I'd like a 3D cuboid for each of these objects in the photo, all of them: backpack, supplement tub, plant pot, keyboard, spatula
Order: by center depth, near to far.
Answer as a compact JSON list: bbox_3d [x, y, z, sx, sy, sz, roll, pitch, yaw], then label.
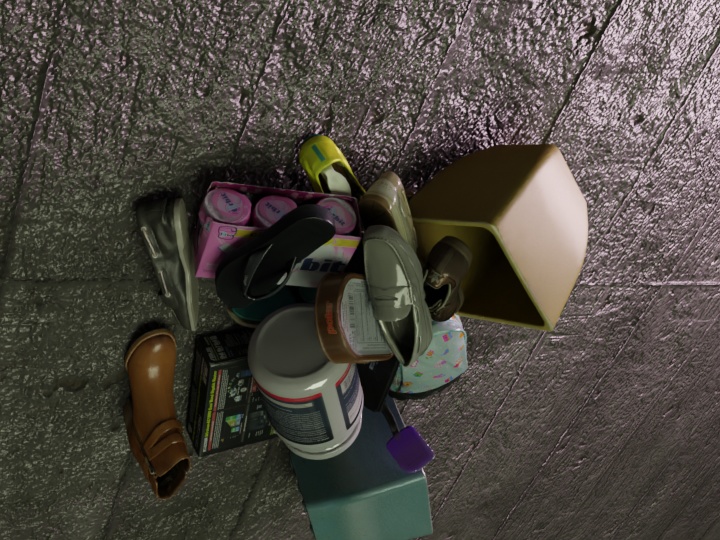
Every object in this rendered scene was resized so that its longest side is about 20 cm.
[{"bbox_3d":[-0.069,0.154,1.314,0.139,0.141,0.201,-25,142,-12],"label":"supplement tub"},{"bbox_3d":[0.203,-0.065,1.330,0.201,0.193,0.196,-50,123,-24],"label":"plant pot"},{"bbox_3d":[0.005,0.117,1.447,0.021,0.126,0.202,-38,156,-44],"label":"keyboard"},{"bbox_3d":[0.096,0.106,1.491,0.165,0.127,0.201,-25,143,-13],"label":"backpack"},{"bbox_3d":[0.039,0.223,1.509,0.056,0.201,0.020,-40,159,14],"label":"spatula"},{"bbox_3d":[-0.007,0.346,1.615,0.197,0.198,0.197,-18,138,-6],"label":"plant pot"}]

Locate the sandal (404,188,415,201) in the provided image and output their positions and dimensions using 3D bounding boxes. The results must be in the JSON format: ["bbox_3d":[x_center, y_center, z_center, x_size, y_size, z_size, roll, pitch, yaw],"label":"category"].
[{"bbox_3d":[0.097,-0.030,1.407,0.077,0.070,0.212,-35,140,0],"label":"sandal"}]

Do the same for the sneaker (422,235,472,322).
[{"bbox_3d":[0.098,0.028,1.304,0.076,0.070,0.201,-50,163,-24],"label":"sneaker"}]

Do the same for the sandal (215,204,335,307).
[{"bbox_3d":[-0.107,-0.008,1.135,0.075,0.043,0.200,17,139,-35],"label":"sandal"}]

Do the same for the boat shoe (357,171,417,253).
[{"bbox_3d":[0.046,-0.043,1.277,0.065,0.071,0.201,-59,149,-32],"label":"boat shoe"}]

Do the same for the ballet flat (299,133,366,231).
[{"bbox_3d":[-0.023,-0.095,1.263,0.066,0.067,0.201,-37,140,-3],"label":"ballet flat"}]

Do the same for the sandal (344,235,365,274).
[{"bbox_3d":[0.000,0.001,1.349,0.200,0.042,0.077,41,65,-70],"label":"sandal"}]

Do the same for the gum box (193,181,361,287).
[{"bbox_3d":[-0.111,-0.042,1.201,0.197,0.067,0.114,5,144,-20],"label":"gum box"}]

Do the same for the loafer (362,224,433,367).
[{"bbox_3d":[0.045,0.034,1.209,0.069,0.070,0.202,-3,129,28],"label":"loafer"}]

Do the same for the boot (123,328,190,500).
[{"bbox_3d":[-0.271,0.195,1.301,0.076,0.156,0.202,1,128,-35],"label":"boot"}]

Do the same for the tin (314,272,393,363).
[{"bbox_3d":[0.000,0.062,1.231,0.041,0.114,0.199,-3,175,23],"label":"tin"}]

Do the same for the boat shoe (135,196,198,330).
[{"bbox_3d":[-0.239,-0.007,1.209,0.056,0.067,0.202,0,130,0],"label":"boat shoe"}]

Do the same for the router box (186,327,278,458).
[{"bbox_3d":[-0.172,0.174,1.422,0.148,0.062,0.202,-11,134,-28],"label":"router box"}]

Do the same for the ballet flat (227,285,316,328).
[{"bbox_3d":[-0.094,0.052,1.361,0.197,0.068,0.063,-13,148,-23],"label":"ballet flat"}]
